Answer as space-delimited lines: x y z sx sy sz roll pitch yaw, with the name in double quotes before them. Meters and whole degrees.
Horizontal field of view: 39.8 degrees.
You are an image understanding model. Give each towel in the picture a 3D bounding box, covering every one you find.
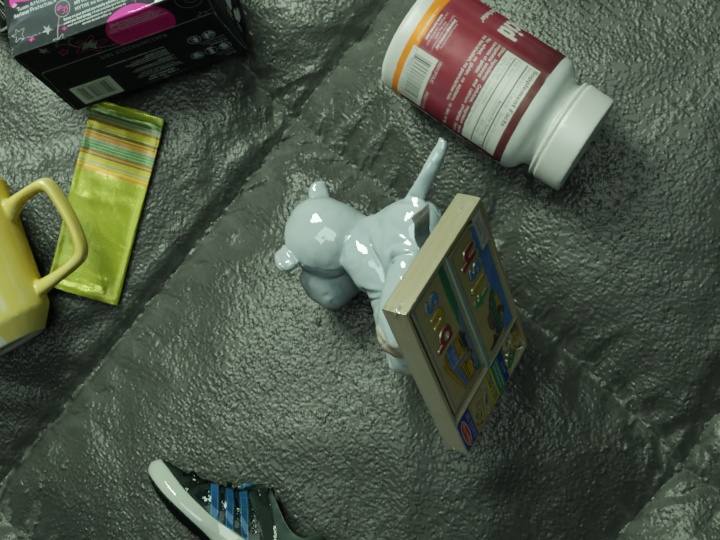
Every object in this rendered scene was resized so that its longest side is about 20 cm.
"towel" -0.267 -0.072 1.037 0.085 0.018 0.204 14 90 11

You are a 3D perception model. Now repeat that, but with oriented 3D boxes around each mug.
"mug" -0.377 0.003 0.985 0.185 0.149 0.155 -28 91 38

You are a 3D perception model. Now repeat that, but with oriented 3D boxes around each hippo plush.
"hippo plush" 0.000 0.000 0.911 0.158 0.201 0.161 7 57 19

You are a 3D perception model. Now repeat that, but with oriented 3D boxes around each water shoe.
"water shoe" -0.120 0.241 0.983 0.199 0.072 0.079 37 66 11

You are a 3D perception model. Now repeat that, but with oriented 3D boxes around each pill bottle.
"pill bottle" 0.128 -0.171 0.928 0.199 0.114 0.115 35 93 9

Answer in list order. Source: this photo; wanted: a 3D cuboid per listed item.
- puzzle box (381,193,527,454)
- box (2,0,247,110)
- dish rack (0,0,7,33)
"puzzle box" 0.089 0.051 0.868 0.025 0.201 0.134 14 56 35
"box" -0.230 -0.262 0.978 0.197 0.132 0.117 -17 72 9
"dish rack" -0.347 -0.361 1.046 0.200 0.055 0.154 -43 82 5
